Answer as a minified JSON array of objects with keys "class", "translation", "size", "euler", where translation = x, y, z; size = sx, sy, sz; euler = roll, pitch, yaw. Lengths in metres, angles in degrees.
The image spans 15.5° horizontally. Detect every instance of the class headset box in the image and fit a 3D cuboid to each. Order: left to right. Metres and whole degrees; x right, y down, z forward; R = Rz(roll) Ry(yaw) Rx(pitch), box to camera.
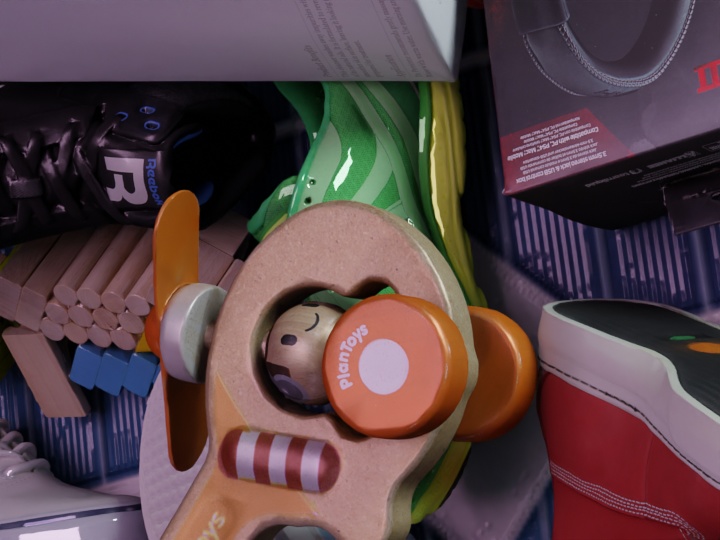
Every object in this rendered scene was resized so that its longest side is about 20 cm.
[{"class":"headset box","translation":[0.120,-0.112,0.917],"size":[0.149,0.077,0.201],"euler":[-16,71,35]}]

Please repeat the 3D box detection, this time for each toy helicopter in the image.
[{"class":"toy helicopter","translation":[-0.042,0.063,0.907],"size":[0.132,0.079,0.200],"euler":[38,103,23]}]

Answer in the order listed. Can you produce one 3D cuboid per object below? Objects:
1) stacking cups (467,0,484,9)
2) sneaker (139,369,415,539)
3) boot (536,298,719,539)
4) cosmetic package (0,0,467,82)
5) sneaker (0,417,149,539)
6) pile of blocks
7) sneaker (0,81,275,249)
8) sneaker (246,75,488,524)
[{"class":"stacking cups","translation":[-0.021,-0.142,1.054],"size":[0.200,0.060,0.061],"euler":[18,93,34]},{"class":"sneaker","translation":[-0.020,0.105,0.992],"size":[0.074,0.082,0.200],"euler":[-54,42,24]},{"class":"boot","translation":[0.114,0.098,0.849],"size":[0.200,0.072,0.145],"euler":[-154,64,-66]},{"class":"cosmetic package","translation":[-0.067,-0.124,0.945],"size":[0.199,0.113,0.081],"euler":[3,68,14]},{"class":"sneaker","translation":[-0.163,0.091,1.104],"size":[0.200,0.073,0.071],"euler":[-3,87,39]},{"class":"pile of blocks","translation":[-0.110,0.011,1.098],"size":[0.199,0.082,0.062],"euler":[0,39,29]},{"class":"sneaker","translation":[-0.124,-0.041,1.015],"size":[0.112,0.200,0.073],"euler":[19,125,52]},{"class":"sneaker","translation":[0.000,0.000,0.978],"size":[0.074,0.083,0.201],"euler":[120,146,-62]}]
